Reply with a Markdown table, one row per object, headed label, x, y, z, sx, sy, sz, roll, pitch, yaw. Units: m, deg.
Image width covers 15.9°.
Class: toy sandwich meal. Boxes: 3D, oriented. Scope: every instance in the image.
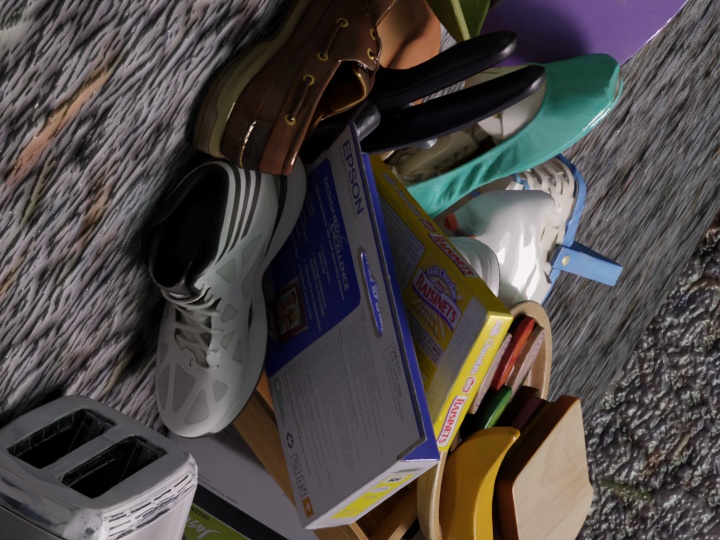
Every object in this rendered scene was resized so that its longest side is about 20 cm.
| label | x | y | z | sx | sy | sz | roll | pitch | yaw |
| --- | --- | --- | --- | --- | --- | --- | --- | --- | --- |
| toy sandwich meal | 0.103 | 0.120 | 1.711 | 0.205 | 0.070 | 0.206 | -49 | 148 | -45 |

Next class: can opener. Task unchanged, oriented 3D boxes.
| label | x | y | z | sx | sy | sz | roll | pitch | yaw |
| --- | --- | --- | --- | --- | --- | --- | --- | --- | --- |
| can opener | 0.040 | -0.101 | 1.554 | 0.200 | 0.063 | 0.079 | -13 | -139 | 48 |

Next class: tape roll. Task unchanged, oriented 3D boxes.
| label | x | y | z | sx | sy | sz | roll | pitch | yaw |
| --- | --- | --- | --- | --- | --- | --- | --- | --- | --- |
| tape roll | 0.152 | -0.209 | 1.727 | 0.200 | 0.085 | 0.200 | -42 | -164 | 15 |

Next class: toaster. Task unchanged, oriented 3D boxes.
| label | x | y | z | sx | sy | sz | roll | pitch | yaw |
| --- | --- | --- | --- | --- | --- | --- | --- | --- | --- |
| toaster | -0.175 | 0.156 | 1.462 | 0.200 | 0.113 | 0.130 | -27 | 141 | -64 |

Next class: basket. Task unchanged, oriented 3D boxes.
| label | x | y | z | sx | sy | sz | roll | pitch | yaw |
| --- | --- | --- | --- | --- | --- | --- | --- | --- | --- |
| basket | 0.091 | -0.041 | 1.902 | 0.139 | 0.176 | 0.200 | -64 | 156 | 2 |

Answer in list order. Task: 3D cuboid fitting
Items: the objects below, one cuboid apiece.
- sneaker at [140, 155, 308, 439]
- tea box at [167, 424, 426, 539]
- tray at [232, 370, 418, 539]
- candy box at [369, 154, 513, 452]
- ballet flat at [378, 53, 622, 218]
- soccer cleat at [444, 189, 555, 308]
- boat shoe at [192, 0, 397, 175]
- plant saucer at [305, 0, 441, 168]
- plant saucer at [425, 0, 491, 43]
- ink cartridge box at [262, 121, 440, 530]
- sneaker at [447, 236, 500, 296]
| label | x | y | z | sx | sy | sz | roll | pitch | yaw |
| --- | --- | --- | --- | --- | --- | --- | --- | --- | --- |
| sneaker | -0.105 | 0.017 | 1.547 | 0.115 | 0.075 | 0.201 | -19 | 130 | -58 |
| tea box | -0.036 | 0.179 | 1.836 | 0.134 | 0.200 | 0.197 | -47 | 163 | -46 |
| tray | -0.034 | 0.090 | 1.684 | 0.037 | 0.200 | 0.099 | -27 | -167 | 41 |
| candy box | 0.021 | 0.014 | 1.605 | 0.026 | 0.200 | 0.102 | 10 | 118 | -35 |
| ballet flat | 0.074 | -0.090 | 1.661 | 0.200 | 0.070 | 0.068 | -30 | -135 | 31 |
| soccer cleat | 0.094 | 0.031 | 1.782 | 0.077 | 0.069 | 0.201 | -13 | 132 | -22 |
| boat shoe | -0.021 | -0.122 | 1.534 | 0.200 | 0.067 | 0.072 | -50 | 164 | -39 |
| plant saucer | -0.001 | -0.107 | 1.716 | 0.200 | 0.037 | 0.200 | -56 | 166 | -21 |
| plant saucer | 0.069 | -0.256 | 1.575 | 0.200 | 0.048 | 0.201 | 58 | 50 | -76 |
| ink cartridge box | -0.006 | 0.037 | 1.566 | 0.047 | 0.198 | 0.200 | -4 | 162 | -27 |
| sneaker | 0.000 | 0.000 | 1.725 | 0.080 | 0.200 | 0.074 | 8 | 82 | -41 |
